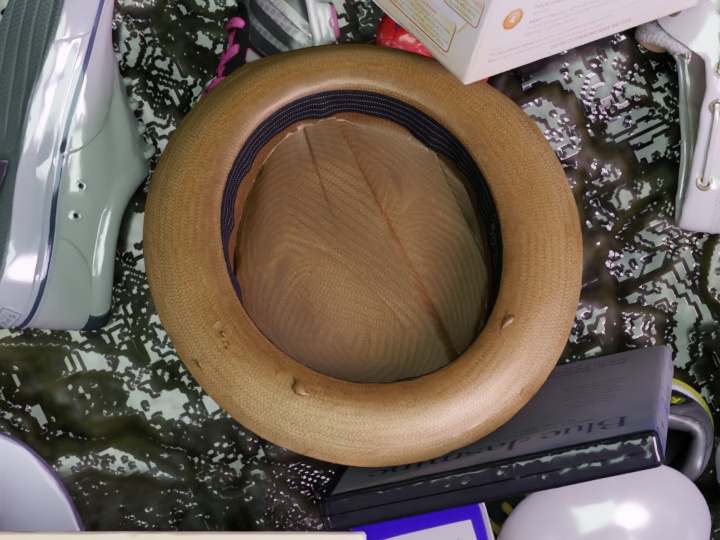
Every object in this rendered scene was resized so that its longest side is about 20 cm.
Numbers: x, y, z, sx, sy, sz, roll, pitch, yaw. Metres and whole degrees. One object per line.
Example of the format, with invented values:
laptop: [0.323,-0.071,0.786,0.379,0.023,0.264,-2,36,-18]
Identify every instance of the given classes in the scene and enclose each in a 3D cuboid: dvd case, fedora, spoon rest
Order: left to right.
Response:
fedora: [0.000,0.000,1.237,0.200,0.082,0.201,1,66,-2]
dvd case: [0.064,0.071,1.247,0.143,0.200,0.018,-12,97,9]
spoon rest: [0.115,0.162,1.297,0.099,0.061,0.200,-13,125,-3]

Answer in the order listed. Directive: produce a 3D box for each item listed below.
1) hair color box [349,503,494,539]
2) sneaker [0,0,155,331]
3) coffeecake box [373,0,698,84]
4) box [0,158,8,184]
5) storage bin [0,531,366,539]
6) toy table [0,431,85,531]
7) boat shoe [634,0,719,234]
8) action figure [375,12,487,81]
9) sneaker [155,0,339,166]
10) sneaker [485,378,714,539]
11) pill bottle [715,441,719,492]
hair color box: [0.046,0.199,1.249,0.065,0.200,0.109,-12,46,-3]
sneaker: [-0.132,-0.068,1.325,0.071,0.073,0.200,14,84,-32]
coffeecake box: [0.103,-0.193,1.204,0.153,0.200,0.073,-21,54,-39]
box: [-0.264,-0.008,1.236,0.200,0.050,0.158,22,85,-42]
storage bin: [-0.092,0.213,1.166,0.198,0.094,0.200,1,119,-8]
toy table: [-0.187,0.176,1.291,0.184,0.117,0.200,-6,91,-2]
boat shoe: [0.162,-0.115,1.325,0.069,0.071,0.200,-6,91,-4]
action figure: [0.060,-0.151,1.334,0.065,0.052,0.200,28,94,4]
sneaker: [-0.053,-0.073,1.316,0.087,0.074,0.200,-8,95,-8]
sneaker: [0.076,0.110,1.315,0.200,0.085,0.074,-35,89,-3]
pill bottle: [0.225,0.118,1.307,0.112,0.112,0.200,-11,91,-2]
